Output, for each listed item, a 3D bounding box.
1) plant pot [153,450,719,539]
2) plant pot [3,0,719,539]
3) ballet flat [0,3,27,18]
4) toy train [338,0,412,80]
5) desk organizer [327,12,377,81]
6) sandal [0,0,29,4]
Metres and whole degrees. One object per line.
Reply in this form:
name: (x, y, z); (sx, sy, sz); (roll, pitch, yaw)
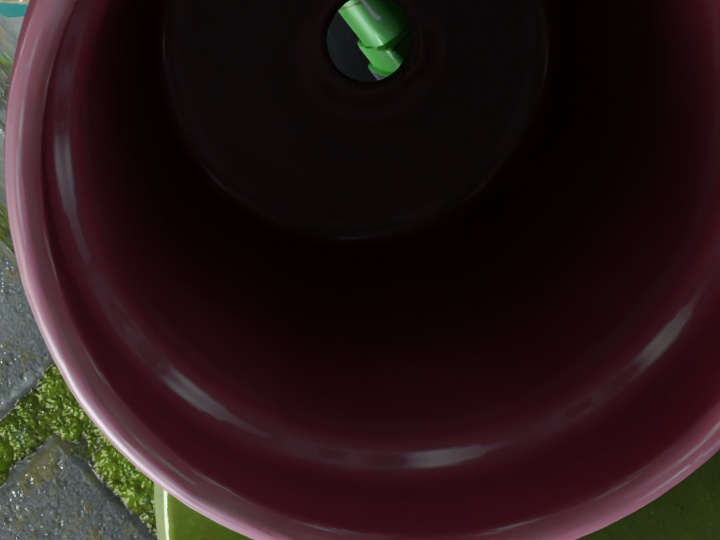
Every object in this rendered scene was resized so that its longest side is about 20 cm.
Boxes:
plant pot: (0.062, 0.092, 0.719); (0.200, 0.189, 0.201); (41, 140, 47)
plant pot: (0.008, -0.046, 0.595); (0.200, 0.200, 0.179); (48, -176, -16)
ballet flat: (-0.139, -0.163, 1.037); (0.200, 0.075, 0.064); (168, 88, -72)
toy train: (0.023, -0.082, 0.711); (0.200, 0.056, 0.042); (50, 168, -25)
desk organizer: (0.035, -0.037, 0.800); (0.200, 0.072, 0.077); (52, 173, -26)
sandal: (-0.132, -0.138, 0.877); (0.211, 0.069, 0.078); (-6, 113, 53)
